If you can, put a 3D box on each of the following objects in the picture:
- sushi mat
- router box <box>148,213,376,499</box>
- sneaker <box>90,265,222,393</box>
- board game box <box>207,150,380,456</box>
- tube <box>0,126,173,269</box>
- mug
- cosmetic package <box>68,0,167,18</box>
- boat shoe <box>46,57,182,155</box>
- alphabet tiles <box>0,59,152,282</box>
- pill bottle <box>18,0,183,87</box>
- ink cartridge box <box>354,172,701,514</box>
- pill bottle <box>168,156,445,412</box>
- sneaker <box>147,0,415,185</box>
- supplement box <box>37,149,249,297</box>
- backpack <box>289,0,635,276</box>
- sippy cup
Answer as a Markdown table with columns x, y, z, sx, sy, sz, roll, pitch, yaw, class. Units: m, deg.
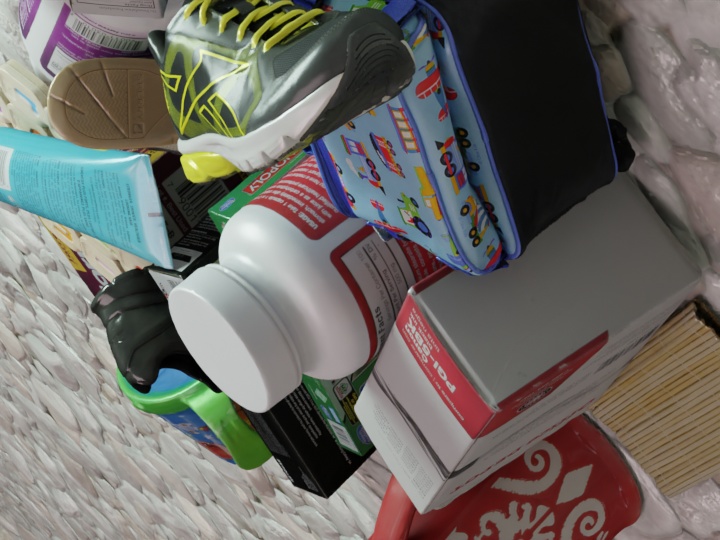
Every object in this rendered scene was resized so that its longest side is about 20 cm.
| x | y | z | sx | sy | sz | roll | pitch | yaw | class |
| --- | --- | --- | --- | --- | --- | --- | --- | --- | --- |
| 0.192 | 0.082 | 1.051 | 0.096 | 0.012 | 0.200 | 45 | 158 | 4 | sushi mat |
| -0.031 | 0.031 | 1.195 | 0.051 | 0.149 | 0.201 | 12 | 138 | 54 | router box |
| -0.086 | 0.037 | 1.237 | 0.076 | 0.199 | 0.091 | 119 | 135 | -63 | sneaker |
| 0.000 | 0.000 | 1.105 | 0.029 | 0.135 | 0.201 | 21 | 146 | 49 | board game box |
| -0.191 | -0.056 | 1.170 | 0.199 | 0.050 | 0.078 | 18 | 131 | 46 | tube |
| 0.064 | 0.173 | 1.188 | 0.178 | 0.200 | 0.133 | 51 | 158 | -11 | mug |
| -0.104 | -0.225 | 0.852 | 0.050 | 0.201 | 0.083 | 5 | 148 | 4 | cosmetic package |
| -0.096 | -0.103 | 1.093 | 0.065 | 0.199 | 0.072 | -138 | 49 | -70 | boat shoe |
| -0.208 | -0.065 | 1.264 | 0.195 | 0.015 | 0.200 | 38 | 155 | 21 | alphabet tiles |
| -0.161 | -0.176 | 1.138 | 0.112 | 0.112 | 0.200 | 48 | 158 | -2 | pill bottle |
| 0.086 | 0.044 | 0.994 | 0.083 | 0.146 | 0.200 | 54 | 159 | 14 | ink cartridge box |
| -0.007 | -0.011 | 1.001 | 0.112 | 0.200 | 0.113 | 40 | 154 | 25 | pill bottle |
| -0.049 | -0.091 | 0.779 | 0.085 | 0.074 | 0.200 | 62 | 153 | -7 | sneaker |
| -0.164 | -0.047 | 1.369 | 0.200 | 0.103 | 0.131 | 10 | 138 | 57 | supplement box |
| 0.019 | -0.111 | 0.891 | 0.200 | 0.134 | 0.183 | 30 | 152 | 42 | backpack |
| -0.117 | 0.093 | 1.495 | 0.139 | 0.179 | 0.130 | -10 | 137 | 32 | sippy cup |
